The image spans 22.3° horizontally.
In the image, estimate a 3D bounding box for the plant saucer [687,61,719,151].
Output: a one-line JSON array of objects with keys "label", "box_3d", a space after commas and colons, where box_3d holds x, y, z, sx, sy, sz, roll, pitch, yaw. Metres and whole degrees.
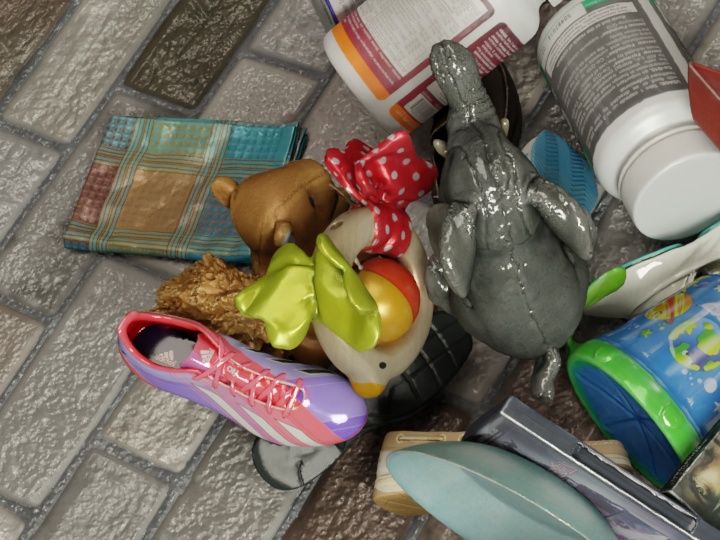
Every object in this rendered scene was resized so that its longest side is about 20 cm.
[{"label": "plant saucer", "box_3d": [0.346, -0.064, 1.371, 0.037, 0.199, 0.200, -53, 50, 25]}]

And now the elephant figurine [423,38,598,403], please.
[{"label": "elephant figurine", "box_3d": [0.096, -0.035, 1.287, 0.155, 0.200, 0.142, 27, 68, 25]}]

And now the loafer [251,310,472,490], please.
[{"label": "loafer", "box_3d": [-0.002, 0.096, 1.440, 0.200, 0.072, 0.073, -32, 95, -6]}]

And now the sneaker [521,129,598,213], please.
[{"label": "sneaker", "box_3d": [0.138, -0.033, 1.467, 0.081, 0.076, 0.200, -37, 26, 41]}]

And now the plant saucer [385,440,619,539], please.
[{"label": "plant saucer", "box_3d": [0.113, 0.167, 1.277, 0.201, 0.201, 0.039, 23, 70, 29]}]

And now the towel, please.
[{"label": "towel", "box_3d": [-0.158, -0.075, 1.628, 0.200, 0.022, 0.147, 5, 61, 21]}]

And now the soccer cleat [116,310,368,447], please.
[{"label": "soccer cleat", "box_3d": [-0.092, 0.080, 1.370, 0.200, 0.076, 0.067, 20, 76, 14]}]

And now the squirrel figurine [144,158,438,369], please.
[{"label": "squirrel figurine", "box_3d": [-0.066, 0.008, 1.444, 0.200, 0.187, 0.142, -40, 56, -8]}]

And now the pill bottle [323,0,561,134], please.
[{"label": "pill bottle", "box_3d": [0.076, -0.209, 1.499, 0.200, 0.110, 0.110, -37, 54, 10]}]

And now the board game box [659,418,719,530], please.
[{"label": "board game box", "box_3d": [0.321, 0.170, 1.250, 0.200, 0.028, 0.135, 42, 77, 0]}]

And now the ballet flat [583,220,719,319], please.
[{"label": "ballet flat", "box_3d": [0.265, 0.002, 1.418, 0.200, 0.069, 0.069, -26, 55, 0]}]

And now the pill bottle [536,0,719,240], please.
[{"label": "pill bottle", "box_3d": [0.226, -0.127, 1.467, 0.113, 0.113, 0.200, -24, 50, 3]}]

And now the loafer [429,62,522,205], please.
[{"label": "loafer", "box_3d": [0.095, -0.114, 1.536, 0.073, 0.071, 0.200, -7, 58, 14]}]

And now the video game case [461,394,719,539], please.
[{"label": "video game case", "box_3d": [0.168, 0.156, 1.249, 0.200, 0.143, 0.019, 32, 75, 1]}]

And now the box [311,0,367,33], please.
[{"label": "box", "box_3d": [0.050, -0.278, 1.584, 0.200, 0.184, 0.105, -31, 56, -2]}]

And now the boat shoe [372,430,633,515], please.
[{"label": "boat shoe", "box_3d": [0.105, 0.138, 1.376, 0.200, 0.074, 0.069, -7, 64, 15]}]

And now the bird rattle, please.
[{"label": "bird rattle", "box_3d": [0.000, 0.000, 1.360, 0.113, 0.163, 0.200, -7, 35, 30]}]

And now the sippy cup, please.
[{"label": "sippy cup", "box_3d": [0.242, 0.075, 1.336, 0.130, 0.140, 0.178, -39, 99, -13]}]
